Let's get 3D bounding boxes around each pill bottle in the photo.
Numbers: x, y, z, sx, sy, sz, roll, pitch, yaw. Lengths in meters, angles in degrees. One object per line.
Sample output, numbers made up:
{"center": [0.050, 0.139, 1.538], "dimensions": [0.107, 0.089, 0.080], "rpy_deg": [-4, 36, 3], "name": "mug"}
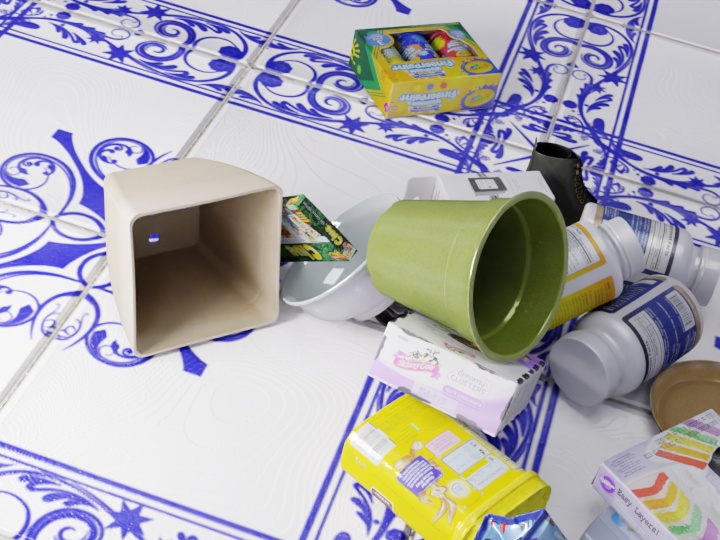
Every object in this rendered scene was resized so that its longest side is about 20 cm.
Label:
{"center": [0.397, -0.017, 1.837], "dimensions": [0.199, 0.111, 0.111], "rpy_deg": [17, 40, 6], "name": "pill bottle"}
{"center": [0.342, 0.091, 1.694], "dimensions": [0.200, 0.116, 0.116], "rpy_deg": [-26, 53, -36], "name": "pill bottle"}
{"center": [0.257, 0.008, 1.671], "dimensions": [0.199, 0.109, 0.109], "rpy_deg": [-25, 48, -6], "name": "pill bottle"}

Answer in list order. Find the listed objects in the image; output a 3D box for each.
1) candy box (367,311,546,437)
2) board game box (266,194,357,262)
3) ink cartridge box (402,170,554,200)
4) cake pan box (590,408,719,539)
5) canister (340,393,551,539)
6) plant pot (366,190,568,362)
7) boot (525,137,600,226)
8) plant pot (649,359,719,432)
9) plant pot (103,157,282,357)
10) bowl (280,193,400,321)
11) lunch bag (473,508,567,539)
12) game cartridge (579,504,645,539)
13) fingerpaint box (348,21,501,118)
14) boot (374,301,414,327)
{"center": [0.120, 0.116, 1.574], "dimensions": [0.167, 0.072, 0.200], "rpy_deg": [26, 11, 14], "name": "candy box"}
{"center": [-0.091, -0.052, 1.691], "dimensions": [0.105, 0.200, 0.023], "rpy_deg": [43, 70, -22], "name": "board game box"}
{"center": [0.159, -0.073, 1.841], "dimensions": [0.199, 0.116, 0.067], "rpy_deg": [-4, 43, -17], "name": "ink cartridge box"}
{"center": [0.399, 0.263, 1.508], "dimensions": [0.199, 0.052, 0.184], "rpy_deg": [-17, 50, -30], "name": "cake pan box"}
{"center": [0.094, 0.236, 1.490], "dimensions": [0.200, 0.087, 0.148], "rpy_deg": [37, 45, 29], "name": "canister"}
{"center": [0.114, -0.009, 1.559], "dimensions": [0.190, 0.201, 0.200], "rpy_deg": [14, 34, 39], "name": "plant pot"}
{"center": [0.325, -0.108, 1.905], "dimensions": [0.199, 0.139, 0.078], "rpy_deg": [12, 40, -2], "name": "boot"}
{"center": [0.463, 0.194, 1.674], "dimensions": [0.199, 0.028, 0.200], "rpy_deg": [6, 41, -5], "name": "plant pot"}
{"center": [-0.229, -0.040, 1.661], "dimensions": [0.199, 0.201, 0.177], "rpy_deg": [-14, 36, -28], "name": "plant pot"}
{"center": [0.000, 0.000, 1.702], "dimensions": [0.090, 0.201, 0.201], "rpy_deg": [47, 35, -21], "name": "bowl"}
{"center": [0.152, 0.365, 1.315], "dimensions": [0.151, 0.094, 0.200], "rpy_deg": [52, 52, -16], "name": "lunch bag"}
{"center": [0.348, 0.310, 1.504], "dimensions": [0.200, 0.041, 0.133], "rpy_deg": [-20, 46, -32], "name": "game cartridge"}
{"center": [0.105, -0.334, 2.164], "dimensions": [0.199, 0.074, 0.167], "rpy_deg": [-8, 44, -22], "name": "fingerpaint box"}
{"center": [0.125, 0.051, 1.741], "dimensions": [0.199, 0.070, 0.132], "rpy_deg": [12, 46, 11], "name": "boot"}
